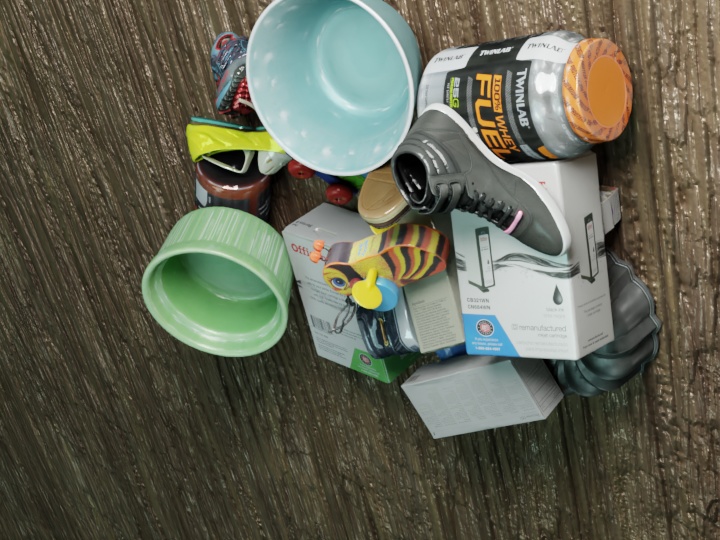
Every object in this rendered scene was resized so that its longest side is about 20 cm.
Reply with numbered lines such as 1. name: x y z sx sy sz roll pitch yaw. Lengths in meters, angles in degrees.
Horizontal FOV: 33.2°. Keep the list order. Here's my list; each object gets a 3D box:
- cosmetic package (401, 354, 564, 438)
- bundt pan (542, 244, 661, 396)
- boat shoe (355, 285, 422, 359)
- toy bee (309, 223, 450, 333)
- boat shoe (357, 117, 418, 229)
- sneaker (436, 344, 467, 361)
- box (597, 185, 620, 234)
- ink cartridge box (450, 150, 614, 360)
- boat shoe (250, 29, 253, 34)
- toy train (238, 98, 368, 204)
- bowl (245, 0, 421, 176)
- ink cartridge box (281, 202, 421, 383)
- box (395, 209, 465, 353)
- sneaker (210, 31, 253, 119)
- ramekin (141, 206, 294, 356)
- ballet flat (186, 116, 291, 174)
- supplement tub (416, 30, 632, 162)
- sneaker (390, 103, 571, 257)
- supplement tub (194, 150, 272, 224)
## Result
1. cosmetic package: 0.142 0.142 1.432 0.199 0.051 0.083 -20 105 51
2. bundt pan: 0.235 0.060 1.371 0.200 0.076 0.204 27 137 28
3. boat shoe: 0.031 0.005 1.467 0.090 0.070 0.204 -19 72 43
4. toy bee: 0.000 0.000 1.362 0.108 0.132 0.200 36 113 -24
5. boat shoe: 0.066 -0.102 1.307 0.071 0.201 0.073 4 132 32
6. sneaker: 0.109 0.086 1.521 0.110 0.077 0.203 5 121 37
7. box: 0.190 -0.079 1.327 0.198 0.039 0.042 14 128 39
8. ink cartridge box: 0.176 -0.017 1.267 0.144 0.084 0.204 -1 102 42
9. boat shoe: -0.049 -0.238 1.404 0.199 0.066 0.073 28 103 31
10. toy train: -0.035 -0.159 1.403 0.114 0.086 0.199 -12 149 38
11. bowl: -0.013 -0.216 1.294 0.198 0.105 0.204 14 122 23
12. ink cartridge box: -0.007 0.027 1.581 0.145 0.084 0.203 19 134 44
13. box: 0.091 -0.012 1.407 0.082 0.068 0.203 -17 85 48
14. sneaker: -0.156 -0.243 1.467 0.097 0.078 0.200 63 174 -3
15. ramekin: -0.181 0.011 1.602 0.196 0.099 0.202 8 136 8
16. ballet flat: -0.135 -0.157 1.546 0.197 0.067 0.068 6 95 21
17. supplement tub: 0.163 -0.171 1.207 0.198 0.122 0.124 0 121 46
18. sneaker: 0.109 -0.067 1.169 0.200 0.099 0.071 43 142 7
19. supplement tub: -0.177 -0.074 1.663 0.106 0.107 0.202 32 140 22
